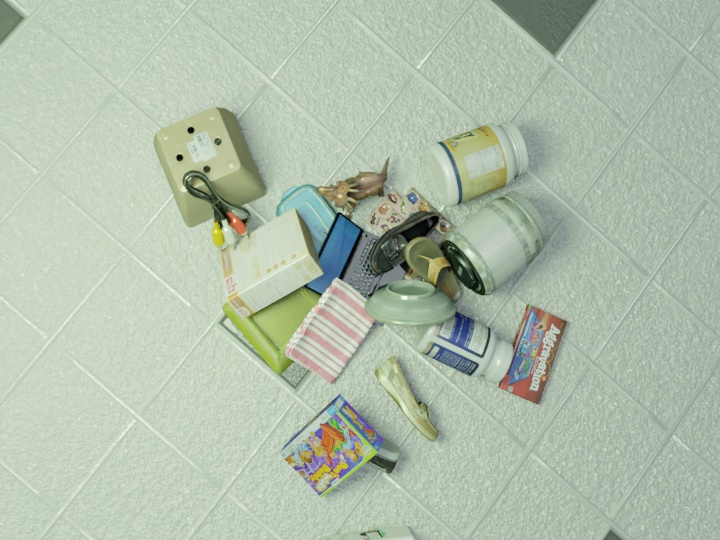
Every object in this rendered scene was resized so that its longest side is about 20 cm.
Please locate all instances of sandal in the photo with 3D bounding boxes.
[{"bbox_3d":[0.171,0.005,1.401,0.080,0.054,0.201,-43,118,-11],"label":"sandal"}]

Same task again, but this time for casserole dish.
[{"bbox_3d":[-0.106,-0.103,1.430,0.120,0.039,0.202,-37,90,-7],"label":"casserole dish"}]

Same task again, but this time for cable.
[{"bbox_3d":[-0.282,-0.124,1.286,0.096,0.202,0.051,-26,50,-6],"label":"cable"}]

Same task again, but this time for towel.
[{"bbox_3d":[-0.056,0.134,1.377,0.145,0.030,0.202,35,92,-29],"label":"towel"}]

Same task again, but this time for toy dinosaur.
[{"bbox_3d":[0.002,-0.183,1.397,0.197,0.136,0.087,-31,88,-8],"label":"toy dinosaur"}]

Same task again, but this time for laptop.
[{"bbox_3d":[0.000,0.000,1.395,0.197,0.103,0.180,26,86,-2],"label":"laptop"}]

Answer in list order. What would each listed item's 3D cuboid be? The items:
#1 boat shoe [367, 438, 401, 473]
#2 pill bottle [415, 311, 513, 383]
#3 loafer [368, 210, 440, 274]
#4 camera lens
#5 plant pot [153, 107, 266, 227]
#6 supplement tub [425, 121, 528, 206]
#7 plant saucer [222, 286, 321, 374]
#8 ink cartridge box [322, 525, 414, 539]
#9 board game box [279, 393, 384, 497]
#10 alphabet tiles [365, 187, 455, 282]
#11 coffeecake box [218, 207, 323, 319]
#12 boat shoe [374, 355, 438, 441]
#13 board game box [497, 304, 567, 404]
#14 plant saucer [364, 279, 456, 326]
[{"bbox_3d":[-0.011,0.379,1.381,0.196,0.071,0.065,25,101,7],"label":"boat shoe"},{"bbox_3d":[0.229,0.163,1.400,0.197,0.116,0.118,26,83,-3],"label":"pill bottle"},{"bbox_3d":[0.099,-0.068,1.398,0.199,0.063,0.073,-42,109,-25],"label":"loafer"},{"bbox_3d":[0.295,-0.058,1.402,0.198,0.160,0.161,-36,89,-7],"label":"camera lens"},{"bbox_3d":[-0.331,-0.233,1.350,0.196,0.177,0.204,-23,88,-6],"label":"plant pot"},{"bbox_3d":[0.259,-0.241,1.422,0.196,0.144,0.147,-20,87,-7],"label":"supplement tub"},{"bbox_3d":[-0.174,0.090,1.402,0.199,0.048,0.201,-42,90,-7],"label":"plant saucer"},{"bbox_3d":[0.022,0.642,1.356,0.195,0.084,0.149,-5,86,-5],"label":"ink cartridge box"},{"bbox_3d":[-0.063,0.371,1.336,0.134,0.045,0.200,44,119,0],"label":"board game box"},{"bbox_3d":[0.114,-0.085,1.465,0.199,0.008,0.168,42,83,0],"label":"alphabet tiles"},{"bbox_3d":[-0.192,-0.017,1.336,0.197,0.073,0.155,-28,46,6],"label":"coffeecake box"},{"bbox_3d":[0.113,0.285,1.403,0.063,0.073,0.202,-39,82,-2],"label":"boat shoe"},{"bbox_3d":[0.397,0.193,1.462,0.101,0.019,0.204,22,83,-5],"label":"board game box"},{"bbox_3d":[0.106,0.060,1.338,0.195,0.201,0.052,-1,107,-5],"label":"plant saucer"}]
